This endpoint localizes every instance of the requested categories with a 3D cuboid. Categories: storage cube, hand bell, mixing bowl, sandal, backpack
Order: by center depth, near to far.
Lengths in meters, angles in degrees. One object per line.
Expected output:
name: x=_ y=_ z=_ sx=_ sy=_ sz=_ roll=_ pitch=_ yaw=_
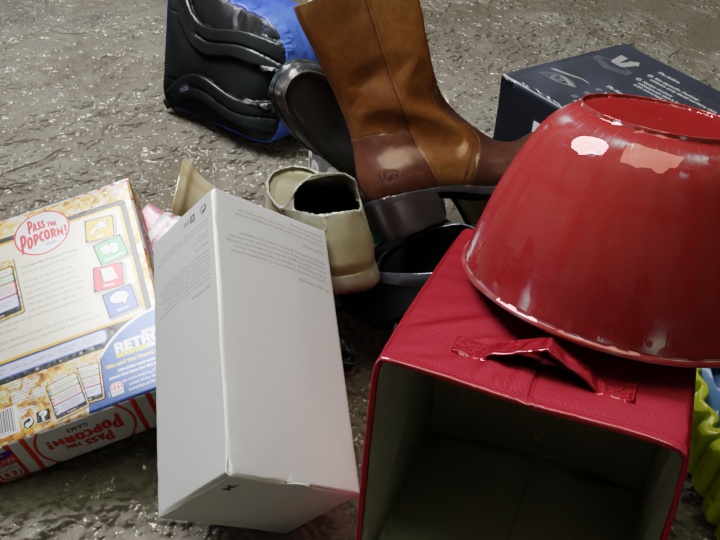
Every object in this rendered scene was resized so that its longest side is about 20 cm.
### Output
mixing bowl: x=0.164 y=-0.039 z=0.550 sx=0.196 sy=0.110 sz=0.201 roll=7 pitch=22 yaw=-3
storage cube: x=0.108 y=0.103 z=0.581 sx=0.168 sy=0.204 sz=0.180 roll=15 pitch=30 yaw=16
sandal: x=0.274 y=0.120 z=0.683 sx=0.085 sy=0.080 sz=0.202 roll=0 pitch=43 yaw=-14
sandal: x=0.063 y=-0.009 z=0.721 sx=0.197 sy=0.043 sz=0.077 roll=-17 pitch=52 yaw=34
hand bell: x=-0.077 y=-0.029 z=0.860 sx=0.196 sy=0.106 sz=0.105 roll=13 pitch=34 yaw=-9
backpack: x=-0.116 y=-0.254 z=1.090 sx=0.198 sy=0.165 sz=0.167 roll=29 pitch=39 yaw=33

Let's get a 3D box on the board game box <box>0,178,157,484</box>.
board game box: x=-0.220 y=0.037 z=0.692 sx=0.149 sy=0.047 sz=0.202 roll=-18 pitch=55 yaw=-7

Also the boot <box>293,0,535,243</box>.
boot: x=0.060 y=-0.148 z=0.751 sx=0.185 sy=0.204 sz=0.068 roll=-21 pitch=5 yaw=-13

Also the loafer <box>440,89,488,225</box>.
loafer: x=0.109 y=-0.082 z=0.842 sx=0.067 sy=0.202 sz=0.076 roll=-29 pitch=26 yaw=4

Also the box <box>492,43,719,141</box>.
box: x=0.280 y=-0.144 z=1.012 sx=0.197 sy=0.119 sz=0.197 roll=-19 pitch=42 yaw=-28

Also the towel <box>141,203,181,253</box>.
towel: x=-0.136 y=0.041 z=0.736 sx=0.197 sy=0.030 sz=0.148 roll=25 pitch=68 yaw=21

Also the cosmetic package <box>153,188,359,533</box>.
cosmetic package: x=-0.074 y=0.061 z=0.622 sx=0.106 sy=0.084 sz=0.203 roll=21 pitch=49 yaw=-38

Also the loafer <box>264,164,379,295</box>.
loafer: x=-0.031 y=-0.051 z=0.766 sx=0.074 sy=0.070 sz=0.200 roll=-7 pitch=28 yaw=-19

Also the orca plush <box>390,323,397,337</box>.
orca plush: x=0.119 y=0.087 z=0.743 sx=0.196 sy=0.071 sz=0.108 roll=-6 pitch=80 yaw=2

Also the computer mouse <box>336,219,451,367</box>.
computer mouse: x=0.000 y=0.000 z=0.831 sx=0.140 sy=0.046 sz=0.199 roll=41 pitch=56 yaw=18

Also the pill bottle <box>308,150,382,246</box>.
pill bottle: x=0.006 y=-0.131 z=0.891 sx=0.111 sy=0.203 sz=0.114 roll=3 pitch=33 yaw=-2

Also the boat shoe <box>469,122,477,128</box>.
boat shoe: x=0.041 y=-0.140 z=1.026 sx=0.196 sy=0.073 sz=0.065 roll=9 pitch=33 yaw=-2

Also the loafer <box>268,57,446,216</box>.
loafer: x=0.007 y=-0.106 z=0.785 sx=0.199 sy=0.073 sz=0.072 roll=32 pitch=9 yaw=-38
